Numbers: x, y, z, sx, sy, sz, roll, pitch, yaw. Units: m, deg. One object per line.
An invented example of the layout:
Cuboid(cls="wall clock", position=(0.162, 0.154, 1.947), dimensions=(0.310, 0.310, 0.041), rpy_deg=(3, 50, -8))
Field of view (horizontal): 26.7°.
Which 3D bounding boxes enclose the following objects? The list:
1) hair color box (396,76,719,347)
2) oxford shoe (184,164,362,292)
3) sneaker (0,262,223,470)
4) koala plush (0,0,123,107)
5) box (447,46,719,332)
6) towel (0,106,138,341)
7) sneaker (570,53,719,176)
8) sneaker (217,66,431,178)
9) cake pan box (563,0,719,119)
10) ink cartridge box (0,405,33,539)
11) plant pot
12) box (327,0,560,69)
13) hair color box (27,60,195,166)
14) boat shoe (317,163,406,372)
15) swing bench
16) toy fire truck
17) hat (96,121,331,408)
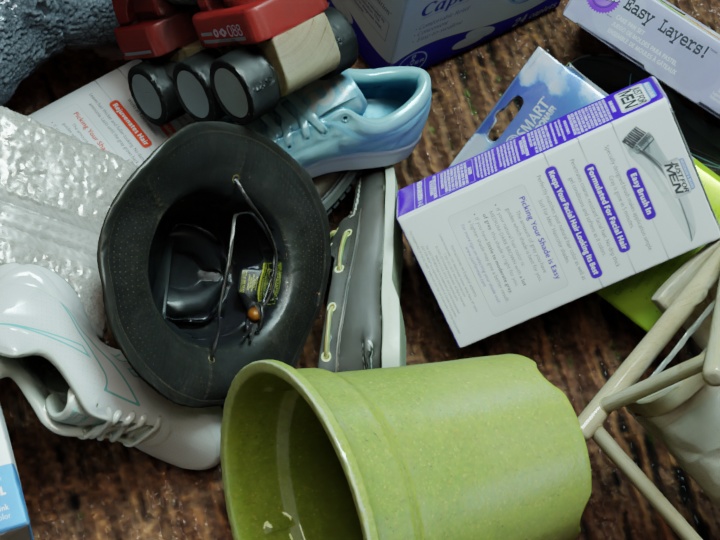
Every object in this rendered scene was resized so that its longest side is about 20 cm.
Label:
Cuboid(cls="hair color box", position=(0.136, -0.040, 1.053), dimensions=(0.199, 0.110, 0.065), rpy_deg=(-23, 19, 11))
Cuboid(cls="oxford shoe", position=(-0.074, -0.056, 1.087), dimensions=(0.200, 0.073, 0.085), rpy_deg=(-37, 103, -28))
Cuboid(cls="sneaker", position=(-0.166, 0.082, 0.966), dimensions=(0.200, 0.070, 0.081), rpy_deg=(38, 28, -27))
Cuboid(cls="koala plush", position=(-0.232, -0.204, 1.117), dimensions=(0.198, 0.178, 0.185), rpy_deg=(-11, 66, -20))
Cuboid(cls="box", position=(0.178, -0.058, 1.122), dimensions=(0.200, 0.048, 0.122), rpy_deg=(39, 98, 14))
Cuboid(cls="towel", position=(-0.243, -0.045, 0.992), dimensions=(0.199, 0.034, 0.134), rpy_deg=(21, 68, -26))
Cuboid(cls="sneaker", position=(0.227, -0.095, 1.168), dimensions=(0.200, 0.075, 0.079), rpy_deg=(38, 80, 26))
Cuboid(cls="sneaker", position=(-0.038, -0.108, 1.053), dimensions=(0.199, 0.082, 0.074), rpy_deg=(-18, 60, -30))
Cuboid(cls="cake pan box", position=(0.247, -0.165, 1.154), dimensions=(0.199, 0.184, 0.053), rpy_deg=(34, 104, 7))
Cuboid(cls="ink cartridge box", position=(-0.259, 0.099, 0.959), dimensions=(0.067, 0.116, 0.201), rpy_deg=(-14, 63, -15))
Cuboid(cls="plant pot", position=(0.036, 0.134, 0.953), dimensions=(0.183, 0.201, 0.201), rpy_deg=(-13, 62, -28))
Cuboid(cls="box", position=(0.079, -0.268, 1.173), dimensions=(0.183, 0.200, 0.105), rpy_deg=(-27, 67, -22))
Cuboid(cls="hair color box", position=(-0.179, -0.083, 1.110), dimensions=(0.199, 0.061, 0.102), rpy_deg=(-32, 69, -22))
Cuboid(cls="boat shoe", position=(0.000, 0.000, 1.078), dimensions=(0.060, 0.072, 0.202), rpy_deg=(-4, 48, 5))
Cuboid(cls="swing bench", position=(0.276, 0.093, 0.990), dimensions=(0.199, 0.130, 0.200), rpy_deg=(48, 49, -9))
Cuboid(cls="toy fire truck", position=(-0.120, -0.200, 1.006), dimensions=(0.128, 0.175, 0.201), rpy_deg=(-32, 112, -30))
Cuboid(cls="hat", position=(-0.111, -0.005, 0.988), dimensions=(0.080, 0.201, 0.201), rpy_deg=(6, 50, 40))
